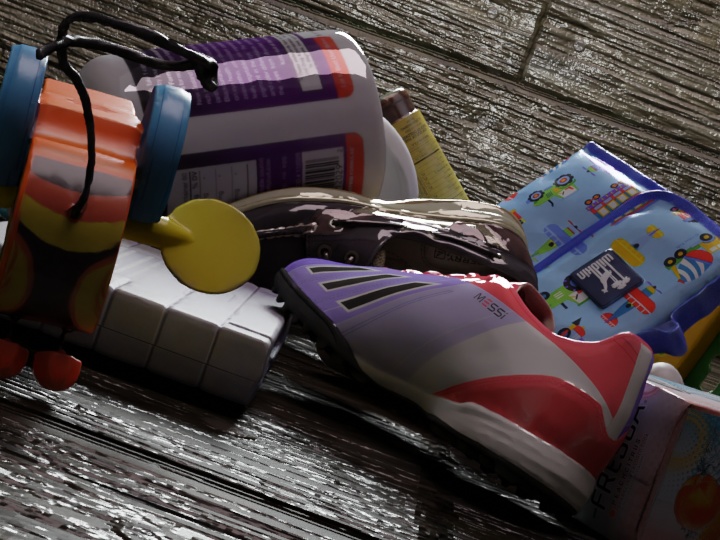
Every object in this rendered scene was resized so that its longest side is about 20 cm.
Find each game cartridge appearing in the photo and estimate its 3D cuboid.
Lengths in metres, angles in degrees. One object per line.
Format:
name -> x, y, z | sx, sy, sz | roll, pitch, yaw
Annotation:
game cartridge -> -0.096, 0.013, 0.685 | 0.129, 0.039, 0.200 | 16, 4, 0

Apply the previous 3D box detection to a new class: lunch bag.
lunch bag -> 0.147, 0.017, 1.010 | 0.094, 0.150, 0.200 | 62, -9, -26

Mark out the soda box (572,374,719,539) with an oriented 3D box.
soda box -> 0.176, 0.095, 0.667 | 0.200, 0.064, 0.068 | 18, 4, -32

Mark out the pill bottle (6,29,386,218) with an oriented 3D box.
pill bottle -> -0.096, -0.069, 0.892 | 0.199, 0.112, 0.111 | -9, 14, -19

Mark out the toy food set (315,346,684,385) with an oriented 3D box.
toy food set -> 0.088, 0.055, 0.805 | 0.143, 0.061, 0.200 | 23, 4, 41

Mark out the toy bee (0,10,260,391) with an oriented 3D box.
toy bee -> -0.105, -0.019, 0.531 | 0.131, 0.109, 0.200 | 15, -2, 8

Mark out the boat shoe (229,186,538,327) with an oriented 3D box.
boat shoe -> 0.000, 0.000, 0.856 | 0.199, 0.072, 0.065 | 0, 25, -14

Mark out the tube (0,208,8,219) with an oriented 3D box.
tube -> -0.144, -0.027, 0.958 | 0.199, 0.051, 0.077 | 16, 5, 7

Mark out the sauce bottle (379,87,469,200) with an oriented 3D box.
sauce bottle -> 0.053, -0.032, 1.161 | 0.200, 0.065, 0.065 | 62, -1, -6

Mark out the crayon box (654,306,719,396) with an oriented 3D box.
crayon box -> 0.201, 0.018, 1.196 | 0.200, 0.127, 0.051 | 31, -22, 22

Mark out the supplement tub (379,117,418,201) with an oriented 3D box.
supplement tub -> -0.064, -0.061, 1.101 | 0.140, 0.141, 0.200 | 17, 5, -32

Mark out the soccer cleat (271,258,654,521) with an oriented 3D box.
soccer cleat -> 0.037, 0.029, 0.661 | 0.068, 0.073, 0.200 | 40, -6, -39
